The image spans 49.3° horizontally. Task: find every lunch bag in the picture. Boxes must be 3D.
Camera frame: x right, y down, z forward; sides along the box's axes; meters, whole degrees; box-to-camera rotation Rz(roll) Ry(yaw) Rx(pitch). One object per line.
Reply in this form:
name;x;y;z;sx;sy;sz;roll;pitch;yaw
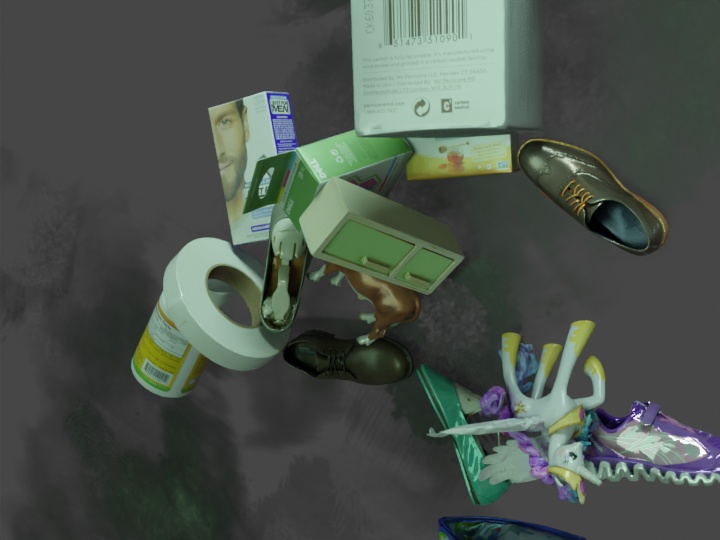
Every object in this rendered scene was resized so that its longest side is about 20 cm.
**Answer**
lunch bag;0.187;0.419;1.009;0.199;0.127;0.172;3;103;42

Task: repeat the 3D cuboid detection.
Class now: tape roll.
tape roll;-0.184;0.045;1.102;0.037;0.202;0.204;-39;79;29

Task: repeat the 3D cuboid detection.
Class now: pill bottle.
pill bottle;-0.269;0.087;1.211;0.111;0.111;0.201;39;115;18

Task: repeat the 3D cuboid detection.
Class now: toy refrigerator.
toy refrigerator;0.030;-0.036;0.961;0.076;0.199;0.070;-47;45;26

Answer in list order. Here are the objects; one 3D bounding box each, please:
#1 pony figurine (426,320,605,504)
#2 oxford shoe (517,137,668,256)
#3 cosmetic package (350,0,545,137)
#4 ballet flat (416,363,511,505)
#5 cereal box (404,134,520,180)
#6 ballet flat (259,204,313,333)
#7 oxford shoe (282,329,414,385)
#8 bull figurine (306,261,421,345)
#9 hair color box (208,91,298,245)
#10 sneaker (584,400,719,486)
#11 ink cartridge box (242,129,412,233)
pony figurine;0.198;0.172;0.919;0.192;0.166;0.202;-14;53;41
oxford shoe;0.259;-0.089;0.896;0.199;0.073;0.072;37;115;20
cosmetic package;0.101;-0.229;0.844;0.163;0.200;0.167;2;99;24
ballet flat;0.143;0.205;1.031;0.070;0.067;0.202;-24;86;6
cereal box;0.120;-0.217;0.973;0.142;0.039;0.203;-2;98;29
ballet flat;-0.097;-0.010;1.061;0.067;0.064;0.202;9;107;-3
oxford shoe;-0.022;0.129;1.093;0.198;0.084;0.074;1;98;28
bull figurine;0.000;0.000;1.068;0.201;0.065;0.122;54;126;16
hair color box;-0.143;-0.144;1.126;0.108;0.065;0.203;-8;93;31
sneaker;0.345;0.194;0.900;0.198;0.080;0.090;-7;88;32
ink cartridge box;-0.041;-0.110;0.978;0.060;0.199;0.104;55;147;18
